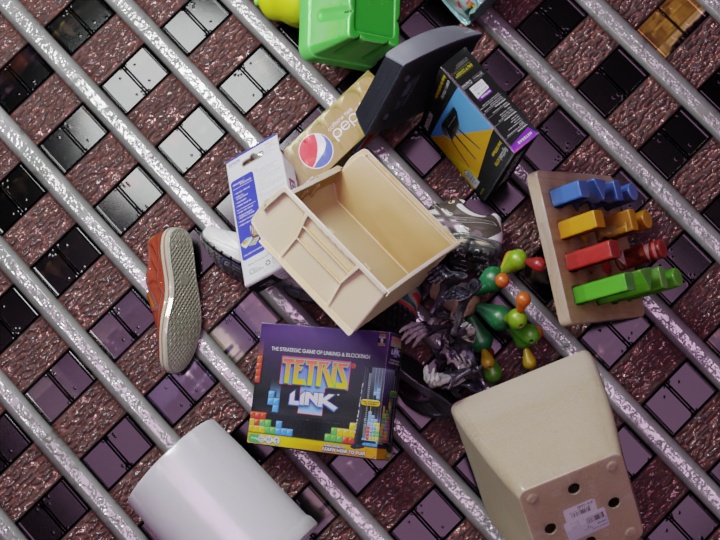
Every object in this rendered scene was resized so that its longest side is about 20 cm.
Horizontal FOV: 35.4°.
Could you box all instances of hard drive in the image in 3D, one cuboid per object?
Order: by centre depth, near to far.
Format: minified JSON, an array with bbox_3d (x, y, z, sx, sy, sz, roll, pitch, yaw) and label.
[{"bbox_3d":[0.076,-0.261,1.513,0.042,0.199,0.136,43,130,14],"label":"hard drive"}]

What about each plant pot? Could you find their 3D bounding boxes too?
[{"bbox_3d":[0.251,0.257,1.424,0.197,0.177,0.202,-21,115,-1],"label":"plant pot"}]

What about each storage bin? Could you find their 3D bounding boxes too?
[{"bbox_3d":[-0.007,-0.046,1.450,0.199,0.199,0.094,46,126,9],"label":"storage bin"}]

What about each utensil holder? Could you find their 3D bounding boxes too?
[{"bbox_3d":[-0.182,0.322,1.483,0.170,0.170,0.200,-44,80,-4],"label":"utensil holder"}]

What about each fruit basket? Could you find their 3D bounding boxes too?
[{"bbox_3d":[-0.046,-0.391,1.604,0.154,0.214,0.220,2,80,-38],"label":"fruit basket"}]

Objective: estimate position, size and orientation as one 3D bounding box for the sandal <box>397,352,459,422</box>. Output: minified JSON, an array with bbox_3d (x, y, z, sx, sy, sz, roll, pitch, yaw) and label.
[{"bbox_3d":[0.097,0.179,1.539,0.200,0.075,0.048,40,103,7],"label":"sandal"}]

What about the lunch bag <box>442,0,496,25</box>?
[{"bbox_3d":[0.147,-0.483,1.603,0.170,0.122,0.200,-44,88,-3],"label":"lunch bag"}]

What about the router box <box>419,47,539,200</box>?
[{"bbox_3d":[0.155,-0.192,1.519,0.051,0.200,0.150,-38,82,-12],"label":"router box"}]

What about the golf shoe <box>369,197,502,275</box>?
[{"bbox_3d":[0.103,-0.059,1.578,0.197,0.078,0.096,15,59,8],"label":"golf shoe"}]

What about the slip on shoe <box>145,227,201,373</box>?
[{"bbox_3d":[-0.267,0.042,1.581,0.060,0.074,0.204,-6,87,36],"label":"slip on shoe"}]

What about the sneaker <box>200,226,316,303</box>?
[{"bbox_3d":[-0.128,-0.023,1.584,0.197,0.075,0.088,21,71,-1],"label":"sneaker"}]

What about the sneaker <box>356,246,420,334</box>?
[{"bbox_3d":[0.001,0.000,1.552,0.199,0.094,0.070,35,129,-7],"label":"sneaker"}]

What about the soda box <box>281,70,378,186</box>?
[{"bbox_3d":[-0.037,-0.186,1.596,0.200,0.064,0.068,-44,83,-4],"label":"soda box"}]

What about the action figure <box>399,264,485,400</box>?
[{"bbox_3d":[0.108,0.096,1.475,0.101,0.119,0.203,-16,126,-22],"label":"action figure"}]

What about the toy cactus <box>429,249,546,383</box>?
[{"bbox_3d":[0.174,0.047,1.522,0.163,0.202,0.102,25,42,26],"label":"toy cactus"}]

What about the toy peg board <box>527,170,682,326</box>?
[{"bbox_3d":[0.332,-0.041,1.485,0.097,0.198,0.203,-18,79,40],"label":"toy peg board"}]

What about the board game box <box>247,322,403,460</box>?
[{"bbox_3d":[-0.048,0.161,1.519,0.197,0.057,0.168,2,82,25],"label":"board game box"}]

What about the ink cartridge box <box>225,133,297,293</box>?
[{"bbox_3d":[-0.126,-0.079,1.529,0.094,0.037,0.203,-26,61,24],"label":"ink cartridge box"}]
